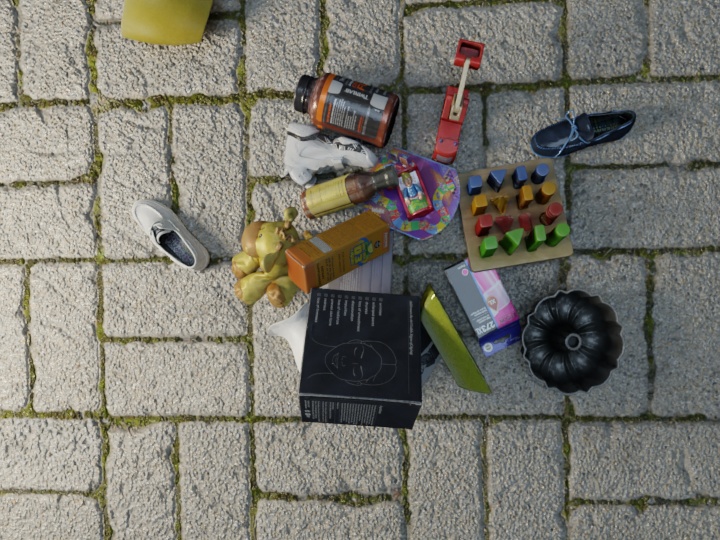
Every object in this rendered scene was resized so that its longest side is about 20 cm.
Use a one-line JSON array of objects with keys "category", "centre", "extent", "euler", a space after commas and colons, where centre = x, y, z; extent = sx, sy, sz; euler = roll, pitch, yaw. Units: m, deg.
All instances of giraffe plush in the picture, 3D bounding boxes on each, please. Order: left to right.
[{"category": "giraffe plush", "centre": [-0.163, -0.033, 0.991], "extent": [0.196, 0.163, 0.175], "euler": [-10, 68, 1]}]

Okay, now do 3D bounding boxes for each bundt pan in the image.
[{"category": "bundt pan", "centre": [0.401, 0.134, 1.018], "extent": [0.198, 0.076, 0.206], "euler": [0, 91, -1]}]

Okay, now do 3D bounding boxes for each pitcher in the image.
[{"category": "pitcher", "centre": [-0.062, 0.145, 1.036], "extent": [0.171, 0.121, 0.200], "euler": [-42, 77, 4]}]

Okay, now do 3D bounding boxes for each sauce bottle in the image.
[{"category": "sauce bottle", "centre": [-0.021, -0.156, 1.028], "extent": [0.197, 0.066, 0.067], "euler": [-14, 90, 18]}]

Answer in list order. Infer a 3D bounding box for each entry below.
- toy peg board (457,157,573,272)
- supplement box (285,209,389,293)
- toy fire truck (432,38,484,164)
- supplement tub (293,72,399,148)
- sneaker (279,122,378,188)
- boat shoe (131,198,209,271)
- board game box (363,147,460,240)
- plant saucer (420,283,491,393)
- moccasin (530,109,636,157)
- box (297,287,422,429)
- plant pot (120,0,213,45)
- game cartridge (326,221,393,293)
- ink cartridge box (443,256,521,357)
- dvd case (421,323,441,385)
[{"category": "toy peg board", "centre": [0.296, -0.117, 0.994], "extent": [0.196, 0.098, 0.203], "euler": [-9, 79, 3]}, {"category": "supplement box", "centre": [-0.038, -0.038, 0.961], "extent": [0.199, 0.067, 0.069], "euler": [-30, 46, -29]}, {"category": "toy fire truck", "centre": [0.182, -0.312, 0.993], "extent": [0.048, 0.141, 0.203], "euler": [12, 92, 3]}, {"category": "supplement tub", "centre": [-0.029, -0.320, 1.025], "extent": [0.197, 0.107, 0.109], "euler": [19, 93, 3]}, {"category": "sneaker", "centre": [-0.068, -0.213, 1.049], "extent": [0.197, 0.075, 0.117], "euler": [20, 93, 8]}, {"category": "boat shoe", "centre": [-0.400, -0.073, 1.075], "extent": [0.072, 0.069, 0.200], "euler": [-41, 89, 4]}, {"category": "board game box", "centre": [0.095, -0.157, 1.029], "extent": [0.198, 0.039, 0.160], "euler": [24, 88, 17]}, {"category": "plant saucer", "centre": [0.163, 0.128, 0.977], "extent": [0.047, 0.200, 0.202], "euler": [-30, 89, 7]}, {"category": "moccasin", "centre": [0.428, -0.278, 1.009], "extent": [0.197, 0.068, 0.082], "euler": [-18, 77, 0]}, {"category": "box", "centre": [0.002, 0.149, 0.894], "extent": [0.193, 0.125, 0.203], "euler": [4, 55, 0]}, {"category": "plant pot", "centre": [-0.365, -0.527, 1.017], "extent": [0.140, 0.200, 0.203], "euler": [16, 93, -23]}, {"category": "game cartridge", "centre": [0.000, 0.000, 1.033], "extent": [0.127, 0.038, 0.203], "euler": [1, 67, 8]}, {"category": "ink cartridge box", "centre": [0.252, 0.067, 1.053], "extent": [0.094, 0.037, 0.202], "euler": [-26, 92, 3]}, {"category": "dvd case", "centre": [0.067, 0.171, 1.011], "extent": [0.150, 0.025, 0.200], "euler": [45, 60, -6]}]
